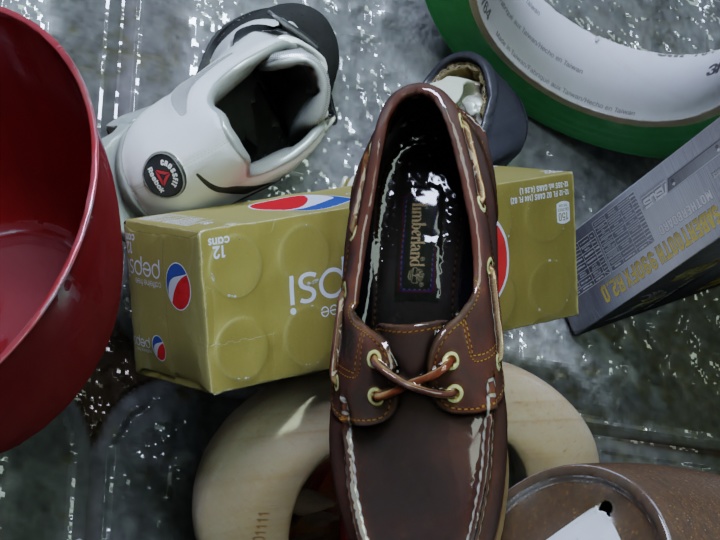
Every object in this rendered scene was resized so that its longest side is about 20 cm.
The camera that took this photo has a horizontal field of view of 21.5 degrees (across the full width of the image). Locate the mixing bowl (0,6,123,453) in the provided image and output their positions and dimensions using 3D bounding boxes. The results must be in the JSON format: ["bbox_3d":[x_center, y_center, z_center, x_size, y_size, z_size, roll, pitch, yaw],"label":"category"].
[{"bbox_3d":[-0.173,0.004,0.765,0.199,0.109,0.201,-10,58,16],"label":"mixing bowl"}]

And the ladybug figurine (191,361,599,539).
[{"bbox_3d":[0.015,0.094,0.851,0.199,0.072,0.137,3,110,-24],"label":"ladybug figurine"}]

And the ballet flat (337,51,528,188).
[{"bbox_3d":[0.017,-0.034,0.912,0.073,0.073,0.200,40,58,-7],"label":"ballet flat"}]

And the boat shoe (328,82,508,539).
[{"bbox_3d":[0.020,0.028,0.724,0.070,0.070,0.202,-3,74,6],"label":"boat shoe"}]

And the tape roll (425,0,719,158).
[{"bbox_3d":[0.129,-0.136,0.927,0.200,0.200,0.048,32,61,-12],"label":"tape roll"}]

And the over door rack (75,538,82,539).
[{"bbox_3d":[-0.028,0.168,0.791,0.147,0.067,0.201,-23,104,-13],"label":"over door rack"}]

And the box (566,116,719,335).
[{"bbox_3d":[0.204,-0.041,0.929,0.158,0.200,0.049,-17,77,-30],"label":"box"}]

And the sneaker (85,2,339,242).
[{"bbox_3d":[-0.038,-0.077,0.866,0.074,0.088,0.200,58,33,-15],"label":"sneaker"}]

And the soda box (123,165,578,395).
[{"bbox_3d":[0.000,0.000,0.816,0.199,0.064,0.068,-10,102,-34],"label":"soda box"}]

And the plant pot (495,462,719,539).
[{"bbox_3d":[0.126,0.157,0.782,0.200,0.186,0.188,38,53,-50],"label":"plant pot"}]
